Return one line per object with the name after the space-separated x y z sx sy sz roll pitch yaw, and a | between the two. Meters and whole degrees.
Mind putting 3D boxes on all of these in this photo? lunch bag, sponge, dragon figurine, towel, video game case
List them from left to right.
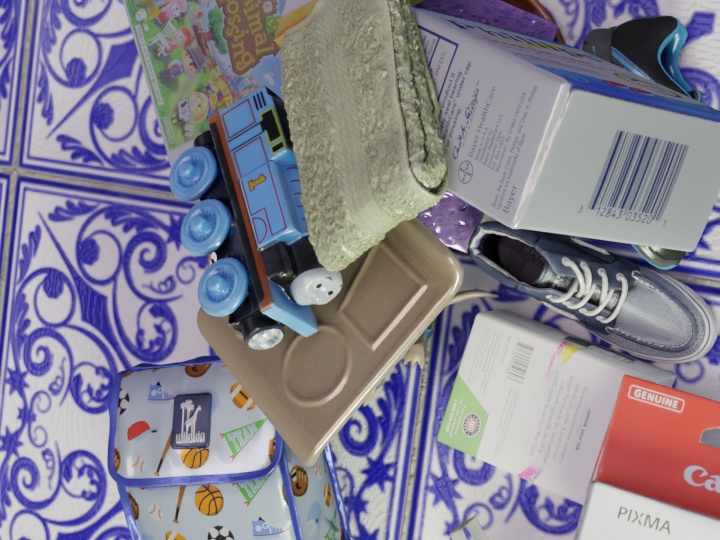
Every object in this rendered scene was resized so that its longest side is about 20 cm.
-0.129 -0.210 1.272 0.182 0.022 0.201 -21 81 27 | video game case
-0.116 0.171 1.146 0.169 0.124 0.201 -6 103 19 | lunch bag
-0.004 -0.113 0.960 0.148 0.036 0.201 -36 58 47 | towel
0.026 0.058 1.163 0.200 0.099 0.059 -42 97 13 | dragon figurine
0.073 -0.126 1.095 0.111 0.030 0.201 19 102 -9 | sponge

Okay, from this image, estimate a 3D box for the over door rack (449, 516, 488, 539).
0.087 0.307 1.133 0.147 0.067 0.200 -30 98 25 | over door rack

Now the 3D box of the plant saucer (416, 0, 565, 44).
0.087 -0.153 1.153 0.199 0.032 0.201 1 91 27 | plant saucer

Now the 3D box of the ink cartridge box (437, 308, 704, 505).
0.176 0.119 1.090 0.199 0.067 0.118 22 100 27 | ink cartridge box

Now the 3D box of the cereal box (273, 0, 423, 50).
0.008 -0.260 1.115 0.144 0.200 0.040 -26 122 25 | cereal box

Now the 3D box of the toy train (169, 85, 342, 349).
-0.075 -0.039 1.041 0.114 0.087 0.201 -30 58 20 | toy train

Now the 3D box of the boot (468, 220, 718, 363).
0.181 0.018 1.072 0.199 0.090 0.073 26 103 25 | boot

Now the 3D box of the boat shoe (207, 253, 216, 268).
-0.089 -0.004 1.149 0.069 0.071 0.201 -1 103 19 | boat shoe

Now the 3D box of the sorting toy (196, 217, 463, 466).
-0.026 0.024 1.058 0.200 0.036 0.185 -53 51 11 | sorting toy

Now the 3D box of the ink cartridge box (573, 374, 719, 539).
0.263 0.186 0.979 0.199 0.044 0.174 16 87 8 | ink cartridge box

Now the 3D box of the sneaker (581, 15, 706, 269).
0.231 -0.102 1.052 0.082 0.073 0.201 -15 84 29 | sneaker

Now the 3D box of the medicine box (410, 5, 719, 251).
0.130 -0.103 0.963 0.200 0.182 0.103 38 115 48 | medicine box
